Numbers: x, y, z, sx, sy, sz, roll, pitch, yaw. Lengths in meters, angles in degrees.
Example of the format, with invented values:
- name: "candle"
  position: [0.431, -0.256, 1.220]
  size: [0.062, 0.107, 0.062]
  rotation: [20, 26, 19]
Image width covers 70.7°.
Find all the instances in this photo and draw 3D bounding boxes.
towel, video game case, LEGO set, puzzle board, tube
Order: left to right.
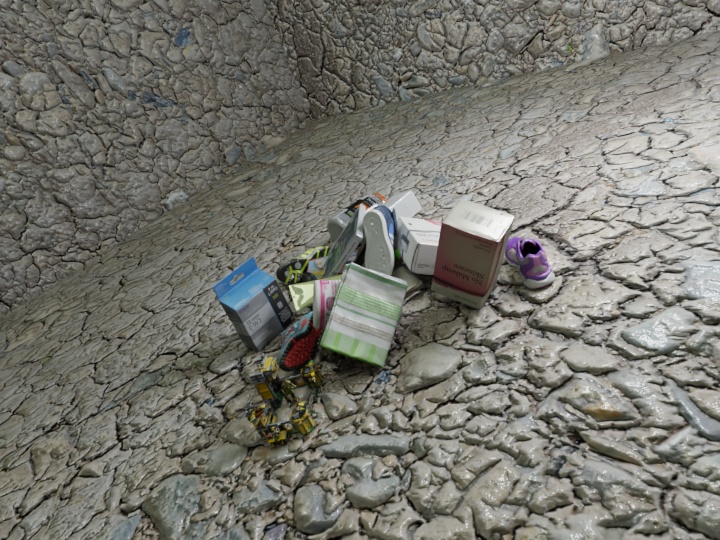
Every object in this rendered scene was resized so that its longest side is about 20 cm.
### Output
- name: "LEGO set"
  position: [-0.164, 0.243, 1.045]
  size: [0.153, 0.116, 0.200]
  rotation: [-12, 29, 19]
- name: "tube"
  position: [-0.079, 0.044, 1.302]
  size: [0.199, 0.052, 0.058]
  rotation: [-15, 17, -13]
- name: "puzzle board"
  position: [-0.068, 0.002, 1.473]
  size: [0.199, 0.017, 0.151]
  rotation: [-14, 47, 16]
- name: "video game case"
  position: [-0.044, -0.070, 1.388]
  size: [0.182, 0.023, 0.200]
  rotation: [-55, 15, 27]
- name: "towel"
  position: [0.011, 0.092, 1.096]
  size: [0.149, 0.031, 0.201]
  rotation: [18, 69, -1]
- name: "towel"
  position: [0.056, 0.062, 1.304]
  size: [0.200, 0.035, 0.133]
  rotation: [-27, 26, -7]

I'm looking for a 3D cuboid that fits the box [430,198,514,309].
- name: "box"
  position: [0.243, -0.035, 1.121]
  size: [0.128, 0.200, 0.109]
  rotation: [22, 45, 21]

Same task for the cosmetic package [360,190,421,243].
- name: "cosmetic package"
  position: [0.081, -0.156, 1.530]
  size: [0.200, 0.074, 0.102]
  rotation: [-42, 18, -27]

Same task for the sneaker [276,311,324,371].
- name: "sneaker"
  position: [-0.154, 0.180, 1.225]
  size: [0.095, 0.079, 0.200]
  rotation: [-23, 17, 31]

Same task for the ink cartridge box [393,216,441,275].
- name: "ink cartridge box"
  position: [0.180, -0.064, 1.323]
  size: [0.145, 0.085, 0.200]
  rotation: [6, 25, -13]

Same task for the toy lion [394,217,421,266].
- name: "toy lion"
  position: [0.094, -0.091, 1.533]
  size: [0.191, 0.069, 0.200]
  rotation: [0, 34, 50]

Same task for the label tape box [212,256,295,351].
- name: "label tape box"
  position: [-0.274, 0.087, 1.324]
  size: [0.066, 0.200, 0.143]
  rotation: [9, 40, 43]

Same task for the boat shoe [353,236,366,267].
- name: "boat shoe"
  position: [0.000, 0.000, 1.384]
  size: [0.200, 0.062, 0.071]
  rotation: [-62, 0, -15]

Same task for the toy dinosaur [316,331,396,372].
- name: "toy dinosaur"
  position: [-0.023, 0.164, 1.131]
  size: [0.199, 0.077, 0.102]
  rotation: [-18, 40, 18]

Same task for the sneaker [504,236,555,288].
- name: "sneaker"
  position: [0.387, -0.043, 1.181]
  size: [0.080, 0.089, 0.200]
  rotation: [-21, 26, 7]

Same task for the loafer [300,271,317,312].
- name: "loafer"
  position: [-0.130, 0.069, 1.375]
  size: [0.072, 0.073, 0.200]
  rotation: [-32, 35, -6]

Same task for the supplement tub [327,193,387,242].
- name: "supplement tub"
  position: [0.000, -0.164, 1.661]
  size: [0.200, 0.123, 0.122]
  rotation: [-38, 31, -27]

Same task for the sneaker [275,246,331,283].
- name: "sneaker"
  position: [-0.177, -0.016, 1.596]
  size: [0.200, 0.076, 0.076]
  rotation: [-24, 17, -26]

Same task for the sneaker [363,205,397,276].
- name: "sneaker"
  position: [0.066, -0.072, 1.342]
  size: [0.080, 0.201, 0.146]
  rotation: [-4, 10, 23]

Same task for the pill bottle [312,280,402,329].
- name: "pill bottle"
  position: [-0.009, 0.079, 1.175]
  size: [0.199, 0.114, 0.113]
  rotation: [0, 26, -8]
